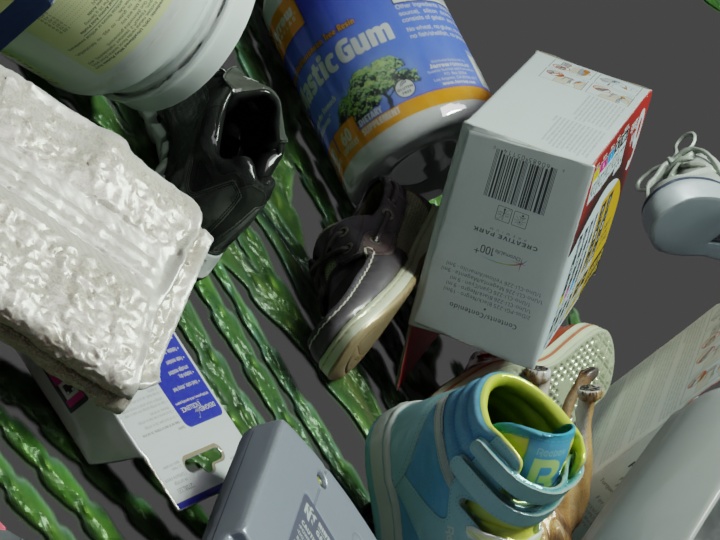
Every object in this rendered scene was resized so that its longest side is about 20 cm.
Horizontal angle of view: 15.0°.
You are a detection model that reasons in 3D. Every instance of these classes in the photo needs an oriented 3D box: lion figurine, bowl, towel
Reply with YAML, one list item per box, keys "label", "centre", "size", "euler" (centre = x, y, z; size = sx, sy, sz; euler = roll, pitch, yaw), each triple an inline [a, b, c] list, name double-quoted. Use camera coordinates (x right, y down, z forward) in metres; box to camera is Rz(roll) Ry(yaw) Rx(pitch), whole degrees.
- label: "lion figurine"
  centre: [0.105, 0.134, 1.592]
  size: [0.200, 0.072, 0.123]
  euler: [-29, 121, -62]
- label: "bowl"
  centre: [0.189, 0.172, 1.582]
  size: [0.074, 0.200, 0.200]
  euler: [24, -27, 30]
- label: "towel"
  centre: [-0.169, -0.029, 1.338]
  size: [0.199, 0.034, 0.133]
  euler: [32, 47, -15]

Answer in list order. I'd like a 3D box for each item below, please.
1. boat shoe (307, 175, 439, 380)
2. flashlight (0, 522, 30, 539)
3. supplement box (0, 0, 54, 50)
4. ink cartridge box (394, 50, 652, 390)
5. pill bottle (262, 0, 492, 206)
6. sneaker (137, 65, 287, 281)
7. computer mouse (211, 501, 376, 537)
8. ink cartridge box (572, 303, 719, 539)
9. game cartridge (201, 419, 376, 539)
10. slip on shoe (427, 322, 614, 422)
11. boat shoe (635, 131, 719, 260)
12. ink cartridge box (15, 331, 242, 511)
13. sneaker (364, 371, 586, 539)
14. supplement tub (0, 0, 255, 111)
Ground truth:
- label: "boat shoe"
  centre: [0.000, 0.000, 1.627]
  size: [0.065, 0.072, 0.200]
  euler: [38, 31, -1]
- label: "flashlight"
  centre: [-0.186, 0.079, 1.211]
  size: [0.201, 0.067, 0.068]
  euler: [60, 2, 11]
- label: "supplement box"
  centre: [-0.279, -0.135, 1.164]
  size: [0.199, 0.200, 0.135]
  euler: [19, 41, -51]
- label: "ink cartridge box"
  centre: [0.100, -0.021, 1.668]
  size: [0.083, 0.177, 0.200]
  euler: [19, 21, 10]
- label: "pill bottle"
  centre: [0.004, -0.149, 1.763]
  size: [0.112, 0.112, 0.201]
  euler: [10, 48, -55]
- label: "sneaker"
  centre: [-0.080, -0.087, 1.568]
  size: [0.066, 0.090, 0.201]
  euler: [36, 30, -33]
- label: "computer mouse"
  centre: [-0.029, 0.142, 1.442]
  size: [0.200, 0.034, 0.059]
  euler: [14, 60, -63]
- label: "ink cartridge box"
  centre: [0.202, 0.085, 1.700]
  size: [0.047, 0.200, 0.160]
  euler: [48, 26, -7]
- label: "game cartridge"
  centre: [-0.014, 0.180, 1.355]
  size: [0.201, 0.041, 0.133]
  euler: [60, 28, -22]
- label: "slip on shoe"
  centre: [0.087, 0.077, 1.688]
  size: [0.200, 0.061, 0.075]
  euler: [-27, 118, -53]
- label: "boat shoe"
  centre: [0.261, -0.065, 2.137]
  size: [0.202, 0.074, 0.086]
  euler: [8, 51, -59]
- label: "ink cartridge box"
  centre: [-0.133, 0.035, 1.390]
  size: [0.201, 0.037, 0.095]
  euler: [55, 25, 8]
- label: "sneaker"
  centre: [0.071, 0.147, 1.442]
  size: [0.079, 0.130, 0.201]
  euler: [1, 67, -39]
- label: "supplement tub"
  centre: [-0.165, -0.183, 1.483]
  size: [0.200, 0.145, 0.146]
  euler: [30, 33, -39]
